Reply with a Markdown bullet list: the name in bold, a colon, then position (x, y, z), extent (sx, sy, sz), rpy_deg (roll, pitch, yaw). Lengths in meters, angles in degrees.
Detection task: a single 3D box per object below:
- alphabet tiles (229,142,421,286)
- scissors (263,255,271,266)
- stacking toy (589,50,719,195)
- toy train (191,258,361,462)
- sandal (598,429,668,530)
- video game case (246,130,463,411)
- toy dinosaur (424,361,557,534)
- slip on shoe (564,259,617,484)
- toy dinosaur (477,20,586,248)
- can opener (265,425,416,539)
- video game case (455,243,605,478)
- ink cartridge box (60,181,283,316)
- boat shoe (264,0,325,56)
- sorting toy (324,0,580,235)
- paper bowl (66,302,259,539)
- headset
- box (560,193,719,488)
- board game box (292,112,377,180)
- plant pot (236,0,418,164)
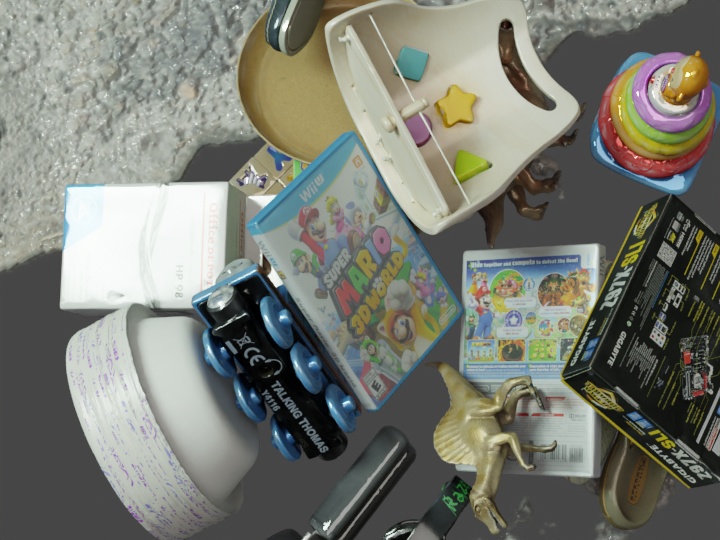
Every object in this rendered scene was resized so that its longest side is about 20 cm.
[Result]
- **alphabet tiles**: position (-0.043, -0.050, 1.355), extent (0.167, 0.008, 0.200), rpy_deg (44, 84, 10)
- **scissors**: position (-0.041, 0.007, 1.352), extent (0.197, 0.014, 0.074), rpy_deg (0, 83, 2)
- **stacking toy**: position (0.270, -0.148, 1.263), extent (0.109, 0.200, 0.117), rpy_deg (25, 85, 5)
- **toy train**: position (-0.070, 0.076, 1.254), extent (0.086, 0.115, 0.201), rpy_deg (-27, 120, 13)
- **sandal**: position (0.264, 0.134, 1.288), extent (0.079, 0.054, 0.203), rpy_deg (15, 85, -26)
- **video game case**: position (0.000, 0.000, 1.268), extent (0.143, 0.018, 0.201), rpy_deg (-45, 111, -33)
- **toy dinosaur**: position (0.107, 0.125, 1.251), extent (0.100, 0.058, 0.201), rpy_deg (-23, 46, 7)
- **slip on shoe**: position (0.200, 0.091, 1.311), extent (0.061, 0.074, 0.203), rpy_deg (2, 88, 38)
- **toy dinosaur**: position (0.126, -0.124, 1.328), extent (0.134, 0.086, 0.202), rpy_deg (21, 88, 5)
- **can opener**: position (-0.035, 0.218, 1.303), extent (0.067, 0.053, 0.201), rpy_deg (33, 78, 29)
- **video game case**: position (0.151, 0.080, 1.295), extent (0.142, 0.018, 0.203), rpy_deg (-3, 81, 37)
- **ink cartridge box**: position (-0.169, -0.019, 1.321), extent (0.197, 0.067, 0.118), rpy_deg (-1, 82, 11)
- **boat shoe**: position (-0.059, -0.286, 1.342), extent (0.061, 0.075, 0.202), rpy_deg (13, 66, 8)
- **sorting toy**: position (0.090, -0.149, 1.254), extent (0.178, 0.107, 0.202), rpy_deg (-27, 82, -8)
- **paper bowl**: position (-0.159, 0.122, 1.244), extent (0.103, 0.201, 0.203), rpy_deg (-26, 82, 7)
- **headset**: position (0.025, 0.257, 1.269), extent (0.093, 0.123, 0.201), rpy_deg (35, 110, 10)
- **box**: position (0.277, 0.059, 1.253), extent (0.159, 0.049, 0.201), rpy_deg (39, 60, -15)
- **board game box**: position (-0.016, -0.047, 1.335), extent (0.094, 0.030, 0.203), rpy_deg (0, 80, 3)
- **plant pot**: position (-0.017, -0.180, 1.346), extent (0.197, 0.028, 0.203), rpy_deg (-1, 66, 3)
